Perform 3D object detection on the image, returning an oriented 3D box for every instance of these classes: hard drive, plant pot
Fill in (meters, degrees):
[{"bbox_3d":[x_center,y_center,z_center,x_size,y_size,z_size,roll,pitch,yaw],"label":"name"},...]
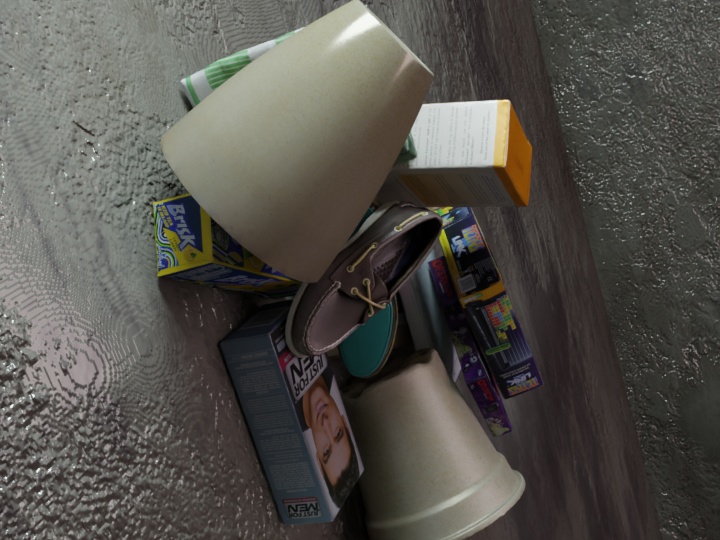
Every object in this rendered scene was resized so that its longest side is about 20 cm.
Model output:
[{"bbox_3d":[0.086,0.050,1.147,0.132,0.026,0.202,-46,122,-67],"label":"hard drive"},{"bbox_3d":[-0.036,-0.125,0.779,0.187,0.200,0.188,42,14,-13],"label":"plant pot"},{"bbox_3d":[0.062,0.199,1.040,0.185,0.199,0.200,65,24,-1],"label":"plant pot"}]

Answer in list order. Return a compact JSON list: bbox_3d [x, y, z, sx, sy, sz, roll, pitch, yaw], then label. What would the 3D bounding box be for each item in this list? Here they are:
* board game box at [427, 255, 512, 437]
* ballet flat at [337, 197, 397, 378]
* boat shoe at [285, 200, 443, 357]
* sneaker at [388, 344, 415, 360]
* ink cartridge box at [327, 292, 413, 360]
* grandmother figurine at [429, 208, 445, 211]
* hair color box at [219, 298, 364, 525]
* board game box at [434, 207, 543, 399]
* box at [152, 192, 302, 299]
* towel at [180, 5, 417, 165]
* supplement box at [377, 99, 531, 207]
[{"bbox_3d":[0.133,0.090,1.103,0.201,0.032,0.121,-104,172,-45],"label":"board game box"},{"bbox_3d":[0.008,0.014,0.973,0.071,0.070,0.202,-39,130,-64],"label":"ballet flat"},{"bbox_3d":[0.006,0.008,0.879,0.200,0.059,0.072,-47,126,-26],"label":"boat shoe"},{"bbox_3d":[0.062,0.136,1.205,0.089,0.074,0.202,73,10,-70],"label":"sneaker"},{"bbox_3d":[0.000,0.000,1.097,0.164,0.074,0.202,-1,81,-68],"label":"ink cartridge box"},{"bbox_3d":[0.071,-0.131,1.239,0.200,0.120,0.061,-127,-149,-57],"label":"grandmother figurine"},{"bbox_3d":[-0.064,0.140,0.905,0.099,0.060,0.202,-45,121,-62],"label":"hair color box"},{"bbox_3d":[0.154,0.031,1.109,0.201,0.056,0.166,-100,164,-57],"label":"board game box"},{"bbox_3d":[-0.112,-0.020,0.864,0.200,0.064,0.071,19,63,-64],"label":"box"},{"bbox_3d":[-0.059,-0.149,0.870,0.023,0.198,0.154,-71,142,-58],"label":"towel"},{"bbox_3d":[0.069,-0.118,0.943,0.126,0.198,0.074,34,59,-65],"label":"supplement box"}]
